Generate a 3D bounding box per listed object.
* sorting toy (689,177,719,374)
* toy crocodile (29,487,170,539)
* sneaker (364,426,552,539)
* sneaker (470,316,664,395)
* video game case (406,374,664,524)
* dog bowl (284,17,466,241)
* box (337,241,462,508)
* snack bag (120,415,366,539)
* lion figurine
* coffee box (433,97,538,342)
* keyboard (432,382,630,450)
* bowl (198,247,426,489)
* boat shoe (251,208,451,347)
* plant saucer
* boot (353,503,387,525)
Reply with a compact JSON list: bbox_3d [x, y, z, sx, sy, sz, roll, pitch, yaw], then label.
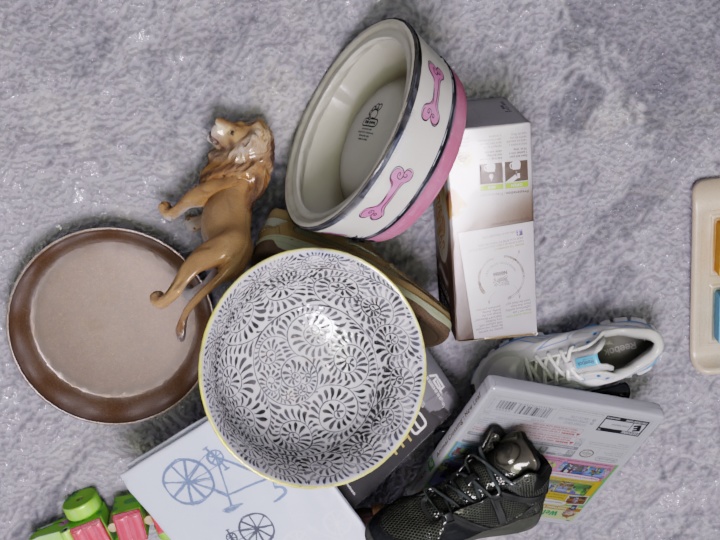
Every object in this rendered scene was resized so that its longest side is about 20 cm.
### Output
[{"bbox_3d":[0.419,0.002,1.332,0.183,0.037,0.202,-6,109,-3],"label":"sorting toy"},{"bbox_3d":[-0.235,0.250,1.347,0.198,0.062,0.068,-18,109,2],"label":"toy crocodile"},{"bbox_3d":[0.096,0.203,1.241,0.198,0.076,0.115,-9,132,-28],"label":"sneaker"},{"bbox_3d":[0.203,0.087,1.309,0.198,0.087,0.076,-18,86,-1],"label":"sneaker"},{"bbox_3d":[0.170,0.180,1.320,0.198,0.022,0.183,11,131,-24],"label":"video game case"},{"bbox_3d":[0.016,-0.115,1.184,0.073,0.200,0.201,24,105,-26],"label":"dog bowl"},{"bbox_3d":[-0.015,0.098,1.283,0.157,0.050,0.201,-40,107,-22],"label":"box"},{"bbox_3d":[-0.099,0.222,1.262,0.188,0.021,0.201,-33,101,22],"label":"snack bag"},{"bbox_3d":[-0.124,-0.041,1.211,0.122,0.202,0.072,-27,141,26],"label":"lion figurine"},{"bbox_3d":[0.113,-0.048,1.249,0.079,0.114,0.202,-6,108,-3],"label":"coffee box"},{"bbox_3d":[0.171,0.163,1.333,0.198,0.104,0.040,-13,68,0],"label":"keyboard"},{"bbox_3d":[-0.050,0.084,1.167,0.199,0.094,0.203,1,87,-17],"label":"bowl"},{"bbox_3d":[0.000,0.000,1.227,0.199,0.077,0.072,28,140,-18],"label":"boat shoe"},{"bbox_3d":[-0.239,0.051,1.297,0.198,0.032,0.202,-2,109,-5],"label":"plant saucer"},{"bbox_3d":[-0.006,0.315,1.363,0.165,0.073,0.201,-10,129,-6],"label":"boot"}]
